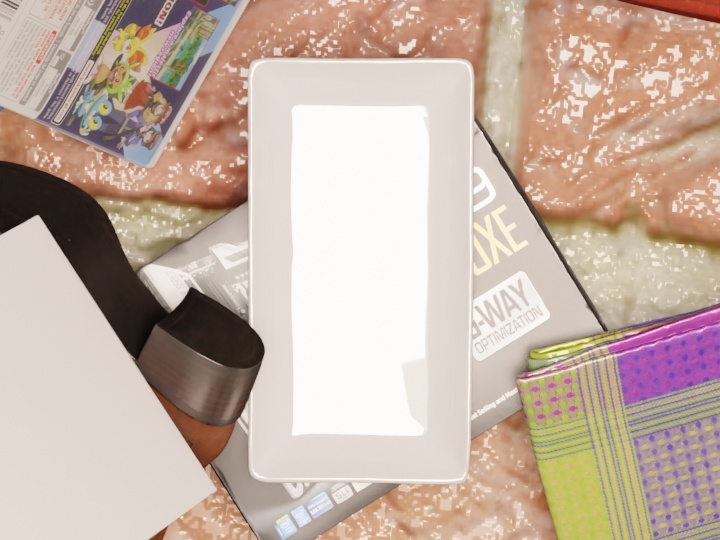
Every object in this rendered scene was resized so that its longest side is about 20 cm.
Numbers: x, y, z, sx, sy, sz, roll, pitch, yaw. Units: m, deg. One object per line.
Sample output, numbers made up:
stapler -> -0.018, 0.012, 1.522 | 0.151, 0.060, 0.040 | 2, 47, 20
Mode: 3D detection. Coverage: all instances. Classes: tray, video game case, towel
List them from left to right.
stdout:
video game case -> -0.101, -0.156, 1.148 | 0.023, 0.182, 0.201 | 32, 95, 30
tray -> 0.000, 0.000, 1.181 | 0.107, 0.022, 0.201 | 0, 94, 1
towel -> 0.182, 0.073, 1.207 | 0.199, 0.023, 0.144 | -17, 120, -1

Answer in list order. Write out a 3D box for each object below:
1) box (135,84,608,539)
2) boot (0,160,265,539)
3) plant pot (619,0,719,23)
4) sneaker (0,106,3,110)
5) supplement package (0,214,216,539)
box -> 0.001, 0.022, 1.218 | 0.199, 0.050, 0.158 | -31, 93, 3
boot -> -0.155, 0.065, 1.206 | 0.188, 0.069, 0.200 | 32, 122, 4
plant pot -> 0.125, -0.211, 1.134 | 0.175, 0.200, 0.201 | 3, 95, 11
sneaker -> -0.250, -0.126, 1.212 | 0.199, 0.079, 0.066 | 18, 137, 13
supplement package -> -0.203, 0.104, 1.117 | 0.200, 0.150, 0.152 | -34, 89, 44
